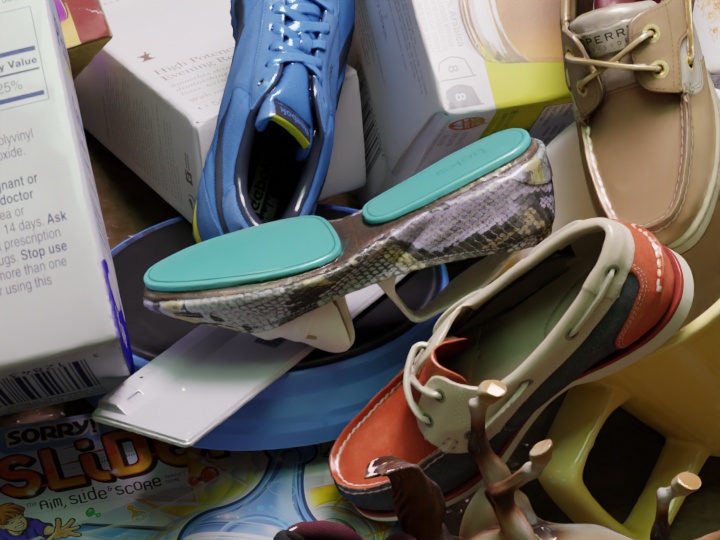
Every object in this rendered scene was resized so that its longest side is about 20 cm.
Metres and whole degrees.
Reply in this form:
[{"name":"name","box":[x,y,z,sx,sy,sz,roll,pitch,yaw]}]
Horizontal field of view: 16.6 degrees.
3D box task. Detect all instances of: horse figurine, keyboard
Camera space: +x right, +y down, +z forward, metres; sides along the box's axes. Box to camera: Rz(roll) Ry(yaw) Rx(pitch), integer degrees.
[{"name":"horse figurine","box":[0.098,0.122,1.085,0.198,0.133,0.050,16,41,5]},{"name":"keyboard","box":[-0.046,0.030,1.176,0.056,0.011,0.200,19,35,27]}]

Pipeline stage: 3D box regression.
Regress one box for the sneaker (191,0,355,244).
[{"name":"sneaker","box":[-0.033,-0.096,1.222,0.065,0.078,0.202,15,75,-16]}]

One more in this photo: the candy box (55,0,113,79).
[{"name":"candy box","box":[-0.193,-0.153,1.334,0.056,0.200,0.118,-19,89,-19]}]

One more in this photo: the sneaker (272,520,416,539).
[{"name":"sneaker","box":[-0.054,0.165,1.063,0.199,0.116,0.076,-25,48,-26]}]

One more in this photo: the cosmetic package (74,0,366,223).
[{"name":"cosmetic package","box":[-0.086,-0.098,1.353,0.101,0.075,0.200,-18,33,-24]}]

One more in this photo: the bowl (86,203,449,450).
[{"name":"bowl","box":[-0.047,0.022,1.242,0.199,0.040,0.201,-2,28,1]}]

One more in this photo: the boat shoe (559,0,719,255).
[{"name":"boat shoe","box":[0.121,-0.103,1.135,0.074,0.066,0.202,-16,63,25]}]

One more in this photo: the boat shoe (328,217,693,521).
[{"name":"boat shoe","box":[0.056,0.043,1.106,0.200,0.062,0.072,-36,54,25]}]

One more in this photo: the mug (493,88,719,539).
[{"name":"mug","box":[0.149,0.026,1.194,0.186,0.153,0.150,-40,45,6]}]

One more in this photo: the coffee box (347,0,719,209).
[{"name":"coffee box","box":[0.091,-0.153,1.300,0.196,0.200,0.201,-10,75,-14]}]

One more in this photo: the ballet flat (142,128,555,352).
[{"name":"ballet flat","box":[0.000,0.000,1.145,0.199,0.072,0.072,-21,44,-1]}]

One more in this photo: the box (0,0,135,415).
[{"name":"box","box":[-0.213,-0.031,1.141,0.182,0.105,0.202,-13,77,-2]}]

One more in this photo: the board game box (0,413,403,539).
[{"name":"board game box","box":[-0.081,0.119,1.173,0.198,0.035,0.136,-9,42,-11]}]
